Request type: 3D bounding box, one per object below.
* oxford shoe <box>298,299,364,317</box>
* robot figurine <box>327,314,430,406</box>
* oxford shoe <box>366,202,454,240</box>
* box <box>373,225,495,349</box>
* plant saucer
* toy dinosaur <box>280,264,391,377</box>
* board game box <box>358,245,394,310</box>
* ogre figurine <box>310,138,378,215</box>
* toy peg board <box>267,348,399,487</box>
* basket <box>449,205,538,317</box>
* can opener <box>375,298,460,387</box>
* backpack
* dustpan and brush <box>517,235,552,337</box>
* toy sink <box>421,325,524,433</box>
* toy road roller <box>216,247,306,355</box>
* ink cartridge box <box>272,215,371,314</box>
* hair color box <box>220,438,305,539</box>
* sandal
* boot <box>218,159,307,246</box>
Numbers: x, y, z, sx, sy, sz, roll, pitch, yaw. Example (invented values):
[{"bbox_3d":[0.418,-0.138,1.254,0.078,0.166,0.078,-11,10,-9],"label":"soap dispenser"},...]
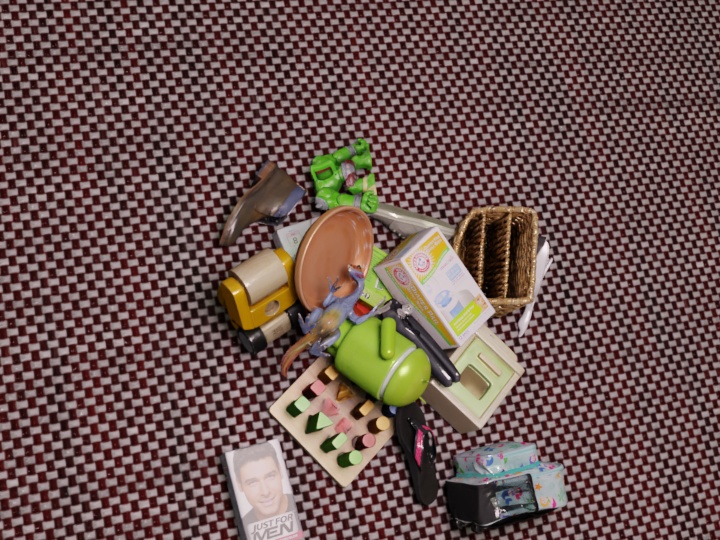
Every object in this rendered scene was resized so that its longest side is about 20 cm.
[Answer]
[{"bbox_3d":[-0.042,0.090,1.714,0.200,0.071,0.073,39,97,-14],"label":"oxford shoe"},{"bbox_3d":[0.036,0.158,1.606,0.200,0.176,0.116,33,63,20],"label":"robot figurine"},{"bbox_3d":[0.086,-0.088,1.806,0.199,0.075,0.058,18,108,-8],"label":"oxford shoe"},{"bbox_3d":[0.135,0.035,1.703,0.112,0.101,0.200,-40,101,-29],"label":"box"},{"bbox_3d":[-0.051,-0.020,1.610,0.037,0.200,0.200,21,63,33],"label":"plant saucer"},{"bbox_3d":[-0.054,0.066,1.584,0.105,0.200,0.182,55,29,-9],"label":"toy dinosaur"},{"bbox_3d":[0.000,0.000,1.730,0.200,0.048,0.102,32,78,-21],"label":"board game box"},{"bbox_3d":[-0.032,-0.178,1.766,0.119,0.098,0.201,-8,65,0],"label":"ogre figurine"},{"bbox_3d":[-0.024,0.249,1.661,0.200,0.098,0.199,46,68,-1],"label":"toy peg board"},{"bbox_3d":[0.250,-0.024,1.791,0.142,0.149,0.201,12,73,-14],"label":"basket"},{"bbox_3d":[0.107,0.131,1.671,0.200,0.079,0.063,43,44,15],"label":"can opener"},{"bbox_3d":[0.269,0.388,1.671,0.199,0.177,0.151,0,80,-21],"label":"backpack"},{"bbox_3d":[0.341,0.034,1.836,0.057,0.140,0.201,27,95,2],"label":"dustpan and brush"},{"bbox_3d":[0.220,0.188,1.743,0.130,0.112,0.200,44,68,-2],"label":"toy sink"},{"bbox_3d":[-0.192,0.037,1.625,0.123,0.201,0.146,-33,51,-24],"label":"toy road roller"},{"bbox_3d":[-0.056,-0.004,1.747,0.162,0.057,0.201,-18,77,-20],"label":"ink cartridge box"},{"bbox_3d":[-0.168,0.403,1.595,0.099,0.061,0.201,-13,79,-19],"label":"hair color box"},{"bbox_3d":[0.116,0.330,1.680,0.075,0.045,0.201,-20,98,-45],"label":"sandal"},{"bbox_3d":[-0.182,-0.109,1.722,0.097,0.075,0.200,31,67,-4],"label":"boot"}]
